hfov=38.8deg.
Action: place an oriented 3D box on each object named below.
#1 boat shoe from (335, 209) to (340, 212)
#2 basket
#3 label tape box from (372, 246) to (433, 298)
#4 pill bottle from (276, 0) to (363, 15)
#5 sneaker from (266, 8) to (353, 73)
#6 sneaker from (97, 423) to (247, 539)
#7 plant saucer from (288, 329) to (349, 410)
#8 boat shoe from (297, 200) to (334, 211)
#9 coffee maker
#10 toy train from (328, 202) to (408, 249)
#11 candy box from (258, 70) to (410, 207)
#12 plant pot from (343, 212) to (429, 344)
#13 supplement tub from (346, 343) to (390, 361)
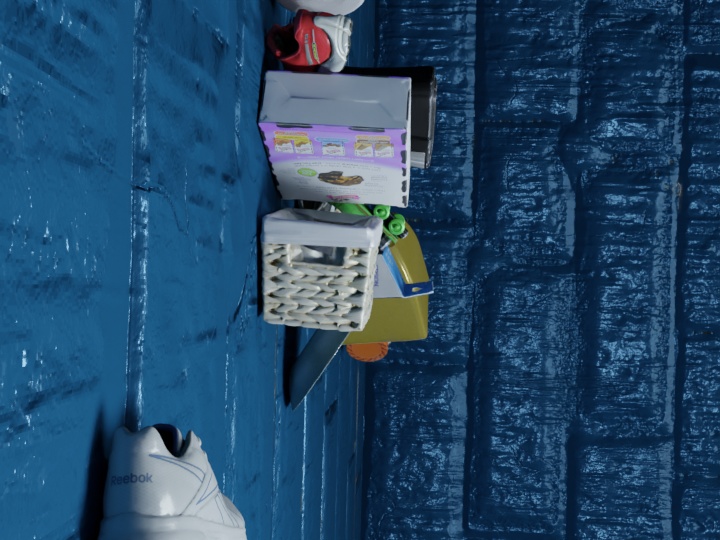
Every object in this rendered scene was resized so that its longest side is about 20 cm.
[{"bbox_3d":[-0.053,-0.081,1.598,0.072,0.075,0.202,65,17,-73],"label":"boat shoe"},{"bbox_3d":[-0.046,-0.005,1.234,0.200,0.134,0.125,-59,154,-83],"label":"basket"},{"bbox_3d":[0.000,0.000,1.403,0.143,0.198,0.067,-58,144,-82],"label":"label tape box"},{"bbox_3d":[-0.044,-0.413,1.205,0.114,0.113,0.202,78,15,-74],"label":"pill bottle"},{"bbox_3d":[-0.070,-0.257,1.188,0.200,0.084,0.078,151,-49,-69],"label":"sneaker"},{"bbox_3d":[-0.117,0.147,0.674,0.200,0.074,0.088,79,8,-76],"label":"sneaker"},{"bbox_3d":[-0.052,0.103,1.437,0.202,0.039,0.201,-55,-179,1],"label":"plant saucer"},{"bbox_3d":[-0.052,-0.153,1.506,0.071,0.071,0.202,94,1,-67],"label":"boat shoe"},{"bbox_3d":[0.005,-0.233,1.396,0.193,0.198,0.136,87,5,-48],"label":"coffee maker"},{"bbox_3d":[-0.019,-0.105,1.360,0.056,0.200,0.042,-44,-170,13],"label":"toy train"},{"bbox_3d":[-0.024,-0.152,1.218,0.200,0.166,0.072,84,11,-69],"label":"candy box"},{"bbox_3d":[0.028,0.002,1.993,0.195,0.193,0.201,-84,168,-51],"label":"plant pot"},{"bbox_3d":[0.021,0.102,2.365,0.123,0.121,0.201,87,5,-49],"label":"supplement tub"}]
